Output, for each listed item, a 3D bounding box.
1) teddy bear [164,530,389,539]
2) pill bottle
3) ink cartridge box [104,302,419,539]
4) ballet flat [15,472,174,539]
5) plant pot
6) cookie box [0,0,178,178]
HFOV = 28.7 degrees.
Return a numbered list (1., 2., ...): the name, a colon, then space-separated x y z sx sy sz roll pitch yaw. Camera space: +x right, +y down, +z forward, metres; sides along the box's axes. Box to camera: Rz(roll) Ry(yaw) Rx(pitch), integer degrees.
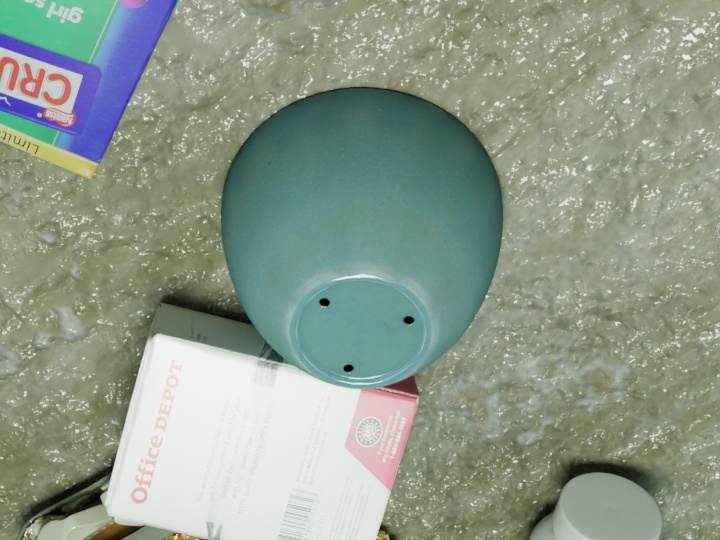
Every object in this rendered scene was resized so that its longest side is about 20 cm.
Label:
1. teddy bear: -0.066 0.237 1.152 0.200 0.067 0.145 38 115 -24
2. pill bottle: 0.181 0.264 1.142 0.110 0.111 0.201 6 126 -4
3. ink cartridge box: -0.073 0.121 1.036 0.198 0.083 0.148 15 105 -9
4. ballet flat: -0.195 0.192 1.114 0.199 0.068 0.064 -32 160 24
5. plant pot: 0.000 0.000 0.940 0.198 0.135 0.201 1 126 1
6. cookie box: -0.200 -0.179 0.850 0.170 0.075 0.201 22 124 -16
